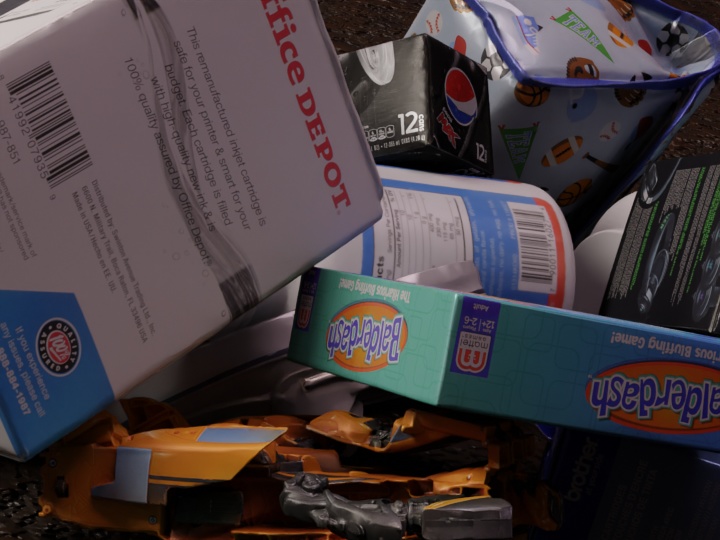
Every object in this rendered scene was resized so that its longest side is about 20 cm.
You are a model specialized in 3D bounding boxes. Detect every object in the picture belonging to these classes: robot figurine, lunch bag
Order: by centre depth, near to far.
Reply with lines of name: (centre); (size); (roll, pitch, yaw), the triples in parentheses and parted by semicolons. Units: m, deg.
robot figurine: (-0.018, 0.081, 0.826); (0.200, 0.058, 0.145); (1, -1, 15)
lunch bag: (0.115, -0.089, 1.271); (0.200, 0.170, 0.124); (-1, 51, -39)

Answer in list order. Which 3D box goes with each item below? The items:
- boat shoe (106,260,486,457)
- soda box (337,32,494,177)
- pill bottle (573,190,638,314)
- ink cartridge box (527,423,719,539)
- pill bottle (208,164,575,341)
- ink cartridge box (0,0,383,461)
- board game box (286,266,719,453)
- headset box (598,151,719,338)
boat shoe: (-0.024, 0.056, 0.960); (0.200, 0.070, 0.071); (-17, -7, -25)
soda box: (-0.030, -0.071, 1.135); (0.200, 0.063, 0.071); (-11, -17, 31)
pill bottle: (0.205, 0.002, 1.215); (0.111, 0.111, 0.200); (31, 26, 34)
ink cartridge box: (0.159, 0.096, 0.997); (0.200, 0.076, 0.136); (16, 21, 4)
pill bottle: (0.000, 0.000, 1.066); (0.200, 0.112, 0.112); (6, 23, -26)
ink cartridge box: (-0.104, -0.041, 0.826); (0.200, 0.145, 0.084); (-35, 26, -33)
board game box: (0.090, 0.040, 0.840); (0.200, 0.045, 0.152); (11, 0, -23)
headset box: (0.232, 0.010, 1.007); (0.174, 0.093, 0.200); (18, -2, -8)
